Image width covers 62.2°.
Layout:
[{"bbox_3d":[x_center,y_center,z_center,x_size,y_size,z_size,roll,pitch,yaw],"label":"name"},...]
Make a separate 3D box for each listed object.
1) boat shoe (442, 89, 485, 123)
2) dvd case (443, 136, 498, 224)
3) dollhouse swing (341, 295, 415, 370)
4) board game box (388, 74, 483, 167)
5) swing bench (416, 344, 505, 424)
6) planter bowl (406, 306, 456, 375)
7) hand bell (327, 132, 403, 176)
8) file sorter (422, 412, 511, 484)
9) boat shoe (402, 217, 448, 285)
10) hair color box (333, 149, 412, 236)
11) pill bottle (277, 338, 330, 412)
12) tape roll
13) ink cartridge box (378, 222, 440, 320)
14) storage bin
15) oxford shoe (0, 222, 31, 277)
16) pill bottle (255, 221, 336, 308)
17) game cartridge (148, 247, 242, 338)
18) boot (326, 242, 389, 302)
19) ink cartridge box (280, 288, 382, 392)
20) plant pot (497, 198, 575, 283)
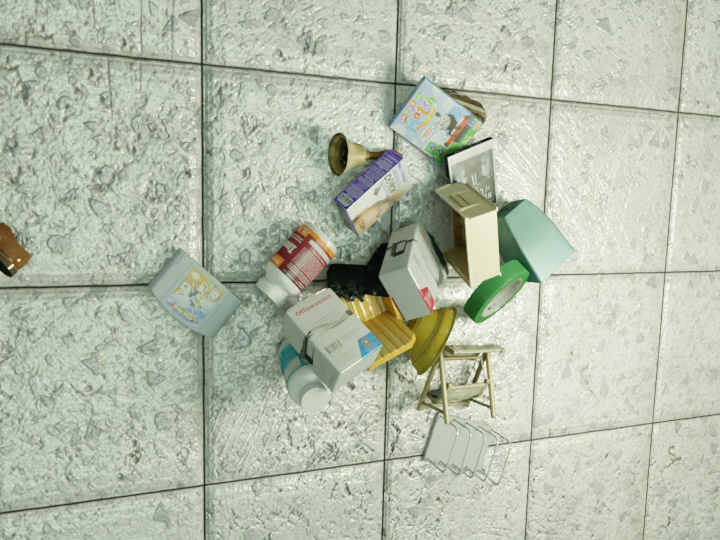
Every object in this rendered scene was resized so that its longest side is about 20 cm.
[{"bbox_3d":[0.237,-0.443,1.586,0.199,0.075,0.076,18,53,-13],"label":"boat shoe"},{"bbox_3d":[0.302,-0.240,1.615,0.148,0.025,0.203,-24,123,-16],"label":"dvd case"},{"bbox_3d":[0.016,0.120,1.507,0.197,0.175,0.185,-25,105,-15],"label":"dollhouse swing"},{"bbox_3d":[0.195,-0.381,1.548,0.198,0.037,0.152,31,118,-20],"label":"board game box"},{"bbox_3d":[0.275,0.295,1.632,0.196,0.129,0.205,5,93,-34],"label":"swing bench"},{"bbox_3d":[0.167,0.165,1.570,0.082,0.200,0.203,29,86,-5],"label":"planter bowl"},{"bbox_3d":[0.026,-0.291,1.520,0.197,0.103,0.107,-4,98,-32],"label":"hand bell"},{"bbox_3d":[0.304,0.507,1.689,0.197,0.124,0.141,19,90,-21],"label":"file sorter"},{"bbox_3d":[0.178,-0.058,1.608,0.064,0.070,0.202,-46,114,-48],"label":"boat shoe"},{"bbox_3d":[0.035,-0.196,1.509,0.199,0.065,0.110,-42,143,-10],"label":"hair color box"},{"bbox_3d":[-0.132,0.250,1.443,0.108,0.201,0.113,-9,120,-15],"label":"pill bottle"},{"bbox_3d":[0.370,0.059,1.628,0.199,0.201,0.048,-36,66,-13],"label":"tape roll"},{"bbox_3d":[0.127,0.000,1.484,0.082,0.201,0.147,-18,119,26],"label":"ink cartridge box"},{"bbox_3d":[0.273,-0.099,1.537,0.092,0.199,0.203,-18,123,-10],"label":"storage bin"},{"bbox_3d":[-0.780,-0.083,1.252,0.201,0.071,0.072,52,51,-18],"label":"oxford shoe"},{"bbox_3d":[-0.159,-0.012,1.457,0.113,0.113,0.201,45,80,-19],"label":"pill bottle"},{"bbox_3d":[-0.395,0.063,1.421,0.200,0.041,0.134,43,77,-20],"label":"game cartridge"},{"bbox_3d":[0.000,0.000,1.523,0.159,0.200,0.074,-1,131,8],"label":"boot"},{"bbox_3d":[-0.070,0.158,1.395,0.143,0.085,0.200,-27,63,-37],"label":"ink cartridge box"},{"bbox_3d":[0.464,-0.091,1.671,0.141,0.141,0.202,-37,100,-12],"label":"plant pot"}]
